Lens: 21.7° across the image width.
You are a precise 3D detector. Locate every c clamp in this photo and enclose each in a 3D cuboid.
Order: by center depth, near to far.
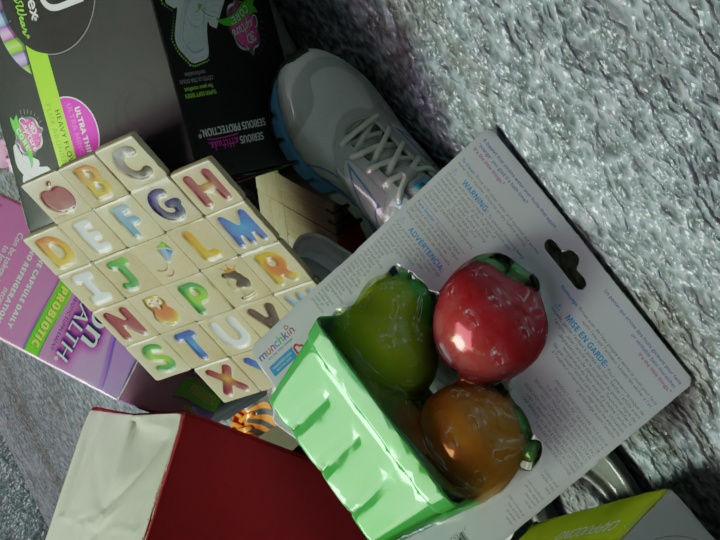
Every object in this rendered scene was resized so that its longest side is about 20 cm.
[{"bbox_3d":[0.161,0.179,1.202,0.172,0.027,0.200,60,161,-3],"label":"c clamp"}]

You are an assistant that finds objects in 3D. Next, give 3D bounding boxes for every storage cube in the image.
[{"bbox_3d":[-0.110,0.204,1.328,0.179,0.201,0.171,23,167,-28],"label":"storage cube"}]

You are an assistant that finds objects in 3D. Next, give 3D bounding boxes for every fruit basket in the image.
[{"bbox_3d":[0.058,0.054,1.067,0.186,0.200,0.094,52,-168,15],"label":"fruit basket"}]

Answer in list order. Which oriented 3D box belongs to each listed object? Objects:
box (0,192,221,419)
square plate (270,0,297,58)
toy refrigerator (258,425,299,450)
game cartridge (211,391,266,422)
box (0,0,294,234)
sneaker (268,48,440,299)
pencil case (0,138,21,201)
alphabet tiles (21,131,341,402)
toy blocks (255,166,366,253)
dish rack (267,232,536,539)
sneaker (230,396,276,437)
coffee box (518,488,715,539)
[{"bbox_3d":[-0.206,0.026,1.401,0.199,0.097,0.176,24,175,19],"label":"box"},{"bbox_3d":[-0.110,-0.192,1.315,0.201,0.028,0.198,57,162,4],"label":"square plate"},{"bbox_3d":[-0.008,0.157,1.522,0.070,0.076,0.200,62,161,-12],"label":"toy refrigerator"},{"bbox_3d":[-0.128,0.019,1.522,0.200,0.133,0.041,50,153,21],"label":"game cartridge"},{"bbox_3d":[-0.143,-0.140,1.172,0.148,0.124,0.201,-14,91,34],"label":"box"},{"bbox_3d":[0.024,-0.054,1.140,0.200,0.075,0.087,53,156,-11],"label":"sneaker"},{"bbox_3d":[-0.167,-0.092,1.328,0.199,0.087,0.088,-2,122,37],"label":"pencil case"},{"bbox_3d":[-0.108,0.003,1.142,0.166,0.006,0.200,-18,123,37],"label":"alphabet tiles"},{"bbox_3d":[0.000,0.000,1.252,0.136,0.100,0.201,29,141,34],"label":"toy blocks"},{"bbox_3d":[0.016,0.086,1.186,0.199,0.043,0.172,34,140,24],"label":"dish rack"},{"bbox_3d":[-0.100,0.132,1.660,0.201,0.112,0.077,62,161,-12],"label":"sneaker"},{"bbox_3d":[0.136,0.271,1.086,0.198,0.200,0.200,49,158,-1],"label":"coffee box"}]
